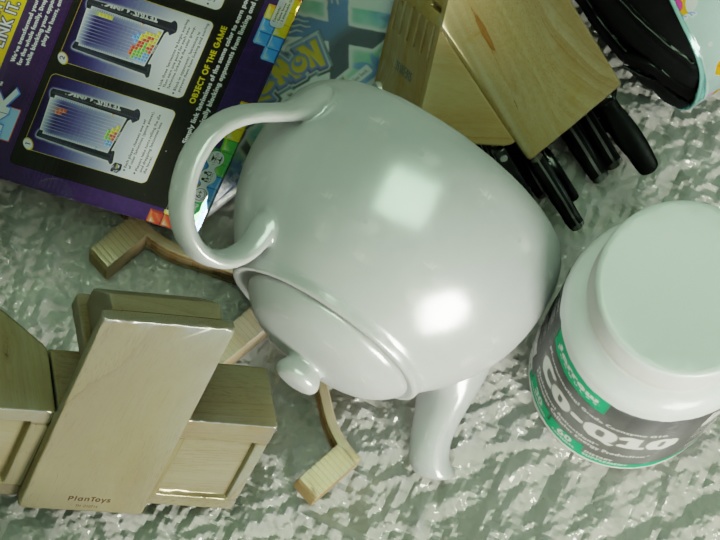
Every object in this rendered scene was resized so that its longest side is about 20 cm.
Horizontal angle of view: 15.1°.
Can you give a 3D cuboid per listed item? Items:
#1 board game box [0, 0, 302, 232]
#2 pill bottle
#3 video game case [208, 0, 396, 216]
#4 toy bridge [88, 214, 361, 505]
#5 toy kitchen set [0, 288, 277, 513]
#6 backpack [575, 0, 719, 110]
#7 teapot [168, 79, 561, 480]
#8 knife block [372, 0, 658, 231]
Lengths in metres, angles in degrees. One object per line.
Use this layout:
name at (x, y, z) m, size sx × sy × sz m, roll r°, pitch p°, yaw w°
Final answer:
board game box at (-0.128, -0.133, 1.452) m, size 0.165 × 0.057 × 0.200 m, roll 18°, pitch 115°, yaw -19°
pill bottle at (0.158, 0.035, 1.466) m, size 0.113 × 0.200 × 0.113 m, roll 1°, pitch 74°, yaw -4°
video game case at (-0.068, -0.148, 1.502) m, size 0.200 × 0.022 × 0.182 m, roll -37°, pitch 121°, yaw 10°
toy bridge at (-0.069, 0.038, 1.538) m, size 0.067 × 0.027 × 0.200 m, roll -40°, pitch 81°, yaw -16°
toy kitchen set at (-0.149, 0.010, 1.466) m, size 0.200 × 0.163 × 0.181 m, roll 6°, pitch 49°, yaw -22°
backpack at (0.184, -0.199, 1.549) m, size 0.153 × 0.176 × 0.200 m, roll -23°, pitch 81°, yaw -6°
teapot at (0.000, 0.000, 1.469) m, size 0.200 × 0.197 × 0.146 m, roll 34°, pitch 74°, yaw 8°
knife block at (0.103, -0.123, 1.515) m, size 0.175 × 0.064 × 0.200 m, roll 1°, pitch 114°, yaw -27°
